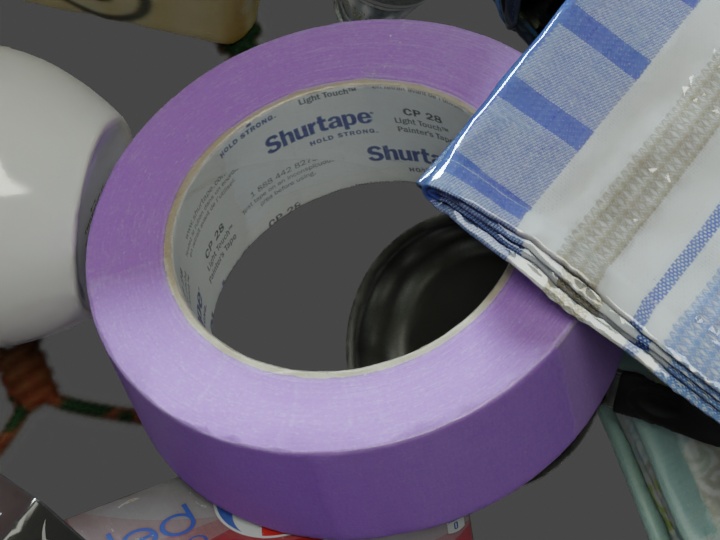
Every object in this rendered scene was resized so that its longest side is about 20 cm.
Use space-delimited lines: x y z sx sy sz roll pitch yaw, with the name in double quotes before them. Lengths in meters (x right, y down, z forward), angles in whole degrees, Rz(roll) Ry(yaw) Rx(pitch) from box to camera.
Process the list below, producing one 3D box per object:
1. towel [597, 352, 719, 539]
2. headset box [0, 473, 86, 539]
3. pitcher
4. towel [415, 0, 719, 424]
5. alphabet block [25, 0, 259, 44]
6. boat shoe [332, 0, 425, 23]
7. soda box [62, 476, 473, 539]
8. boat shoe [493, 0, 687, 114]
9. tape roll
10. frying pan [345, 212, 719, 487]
"towel" 0.175 0.021 0.956 0.171 0.048 0.200 -18 76 -12
"headset box" -0.130 0.192 0.771 0.149 0.075 0.200 45 78 -17
"pitcher" -0.190 -0.056 0.928 0.200 0.121 0.172 9 58 11
"towel" 0.137 -0.022 0.815 0.200 0.024 0.147 36 68 8
"alphabet block" -0.117 -0.230 0.931 0.195 0.200 0.197 13 74 0
"boat shoe" 0.014 -0.201 1.003 0.074 0.065 0.202 7 71 -13
"soda box" -0.058 0.121 0.878 0.200 0.063 0.070 -20 37 -15
"boat shoe" 0.087 -0.120 0.894 0.200 0.069 0.084 49 118 27
"tape roll" 0.000 0.000 0.874 0.200 0.066 0.200 -7 53 9
"frying pan" 0.082 0.027 0.915 0.190 0.031 0.115 -9 87 25
